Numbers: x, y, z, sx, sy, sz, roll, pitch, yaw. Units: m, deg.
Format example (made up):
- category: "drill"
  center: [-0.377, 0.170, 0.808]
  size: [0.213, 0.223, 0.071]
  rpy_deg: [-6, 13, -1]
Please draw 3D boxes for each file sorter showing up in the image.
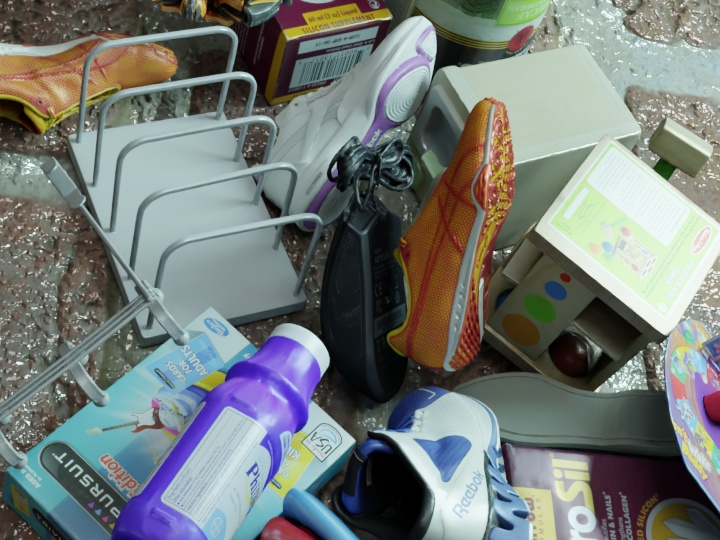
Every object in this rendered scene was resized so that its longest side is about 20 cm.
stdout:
- category: "file sorter"
  center: [-0.129, -0.070, 1.045]
  size: [0.137, 0.125, 0.201]
  rpy_deg: [-12, 60, -24]

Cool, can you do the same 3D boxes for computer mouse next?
- category: "computer mouse"
  center: [0.000, 0.000, 1.033]
  size: [0.052, 0.203, 0.138]
  rpy_deg: [0, 4, 22]

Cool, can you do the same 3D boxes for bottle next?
- category: "bottle"
  center: [-0.086, 0.119, 0.889]
  size: [0.065, 0.084, 0.201]
  rpy_deg: [26, 51, 12]

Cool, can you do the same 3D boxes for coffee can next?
- category: "coffee can"
  center: [0.103, -0.263, 1.208]
  size: [0.145, 0.201, 0.148]
  rpy_deg: [8, 53, -11]

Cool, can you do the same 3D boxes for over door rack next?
- category: "over door rack"
  center: [-0.220, 0.030, 0.944]
  size: [0.147, 0.067, 0.200]
  rpy_deg: [-38, 51, -8]

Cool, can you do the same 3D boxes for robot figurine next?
- category: "robot figurine"
  center: [-0.116, -0.274, 1.116]
  size: [0.143, 0.059, 0.201]
  rpy_deg: [12, 43, 1]

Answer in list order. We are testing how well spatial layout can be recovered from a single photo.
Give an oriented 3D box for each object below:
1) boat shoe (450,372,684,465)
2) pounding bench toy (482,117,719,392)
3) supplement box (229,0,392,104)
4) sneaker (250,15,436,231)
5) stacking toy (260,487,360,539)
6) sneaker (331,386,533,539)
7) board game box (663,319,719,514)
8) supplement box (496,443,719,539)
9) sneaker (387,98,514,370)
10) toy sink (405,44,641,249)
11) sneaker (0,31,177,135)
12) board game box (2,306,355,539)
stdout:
- category: "boat shoe"
  center: [0.162, 0.122, 1.020]
  size: [0.198, 0.062, 0.075]
  rpy_deg: [1, 44, 17]
- category: "pounding bench toy"
  center: [0.198, -0.013, 1.083]
  size: [0.124, 0.156, 0.200]
  rpy_deg: [38, 54, 3]
- category: "supplement box"
  center: [-0.069, -0.260, 1.224]
  size: [0.109, 0.086, 0.201]
  rpy_deg: [-16, 62, -26]
- category: "sneaker"
  center: [-0.016, -0.135, 1.115]
  size: [0.099, 0.075, 0.201]
  rpy_deg: [36, 88, 29]
- category: "stacking toy"
  center: [-0.073, 0.247, 0.865]
  size: [0.200, 0.116, 0.110]
  rpy_deg: [-41, 65, -20]
- category: "sneaker"
  center: [0.037, 0.130, 0.916]
  size: [0.114, 0.081, 0.200]
  rpy_deg: [24, 17, -21]
- category: "board game box"
  center: [0.283, 0.123, 0.947]
  size: [0.200, 0.039, 0.158]
  rpy_deg: [51, 34, -16]
- category: "supplement box"
  center: [0.183, 0.209, 0.957]
  size: [0.198, 0.104, 0.132]
  rpy_deg: [7, 54, -12]
- category: "sneaker"
  center: [0.064, -0.031, 0.987]
  size: [0.076, 0.073, 0.202]
  rpy_deg: [14, 86, 23]
- category: "toy sink"
  center: [0.109, -0.098, 1.137]
  size: [0.198, 0.131, 0.113]
  rpy_deg: [-16, 61, -25]
- category: "sneaker"
  center: [-0.246, -0.150, 1.114]
  size: [0.198, 0.073, 0.078]
  rpy_deg: [-11, 81, -19]
- category: "board game box"
  center: [-0.123, 0.139, 0.946]
  size: [0.151, 0.047, 0.200]
  rpy_deg: [40, 54, 13]
